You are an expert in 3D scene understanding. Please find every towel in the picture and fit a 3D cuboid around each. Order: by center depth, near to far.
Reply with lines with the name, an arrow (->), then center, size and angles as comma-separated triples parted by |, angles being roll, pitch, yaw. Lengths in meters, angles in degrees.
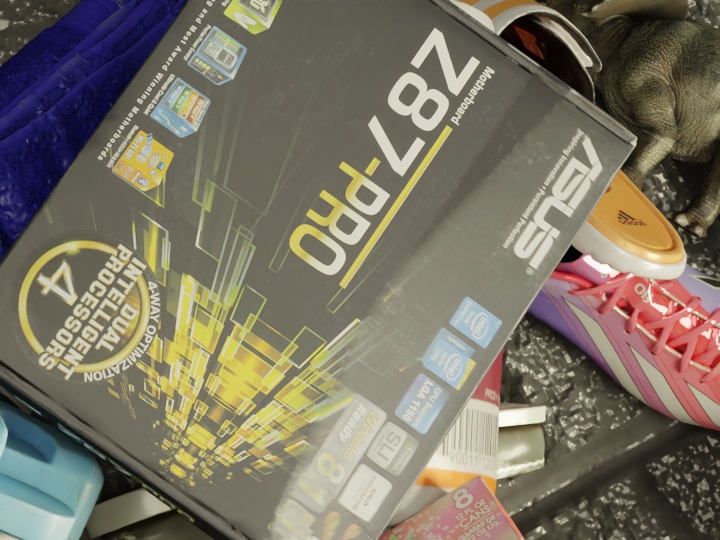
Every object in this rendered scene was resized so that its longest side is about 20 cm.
towel -> -0.078, -0.043, 0.912 | 0.148, 0.049, 0.200 | 54, 47, -13

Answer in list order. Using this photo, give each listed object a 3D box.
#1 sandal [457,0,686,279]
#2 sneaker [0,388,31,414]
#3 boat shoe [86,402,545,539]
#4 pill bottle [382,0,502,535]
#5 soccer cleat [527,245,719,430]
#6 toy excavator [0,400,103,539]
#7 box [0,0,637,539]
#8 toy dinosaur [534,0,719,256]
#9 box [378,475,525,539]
sandal -> 0.076, -0.076, 0.943 | 0.207, 0.079, 0.059 | 47, 118, 34
sneaker -> -0.167, 0.068, 0.890 | 0.074, 0.085, 0.202 | 3, 109, 1
boat shoe -> -0.014, 0.102, 0.952 | 0.200, 0.072, 0.061 | -15, 84, -3
pill bottle -> 0.000, 0.000, 0.875 | 0.113, 0.114, 0.202 | 5, 80, -7
soccer cleat -> 0.116, 0.010, 0.977 | 0.199, 0.076, 0.067 | 31, 82, -1
toy excavator -> -0.114, 0.095, 0.778 | 0.199, 0.194, 0.101 | 23, 91, -18
box -> -0.023, -0.009, 0.792 | 0.161, 0.049, 0.201 | 36, 78, -2
toy dinosaur -> 0.157, -0.067, 0.993 | 0.199, 0.077, 0.103 | 29, 89, 0
box -> -0.006, 0.180, 0.799 | 0.199, 0.095, 0.103 | -33, 130, -1
